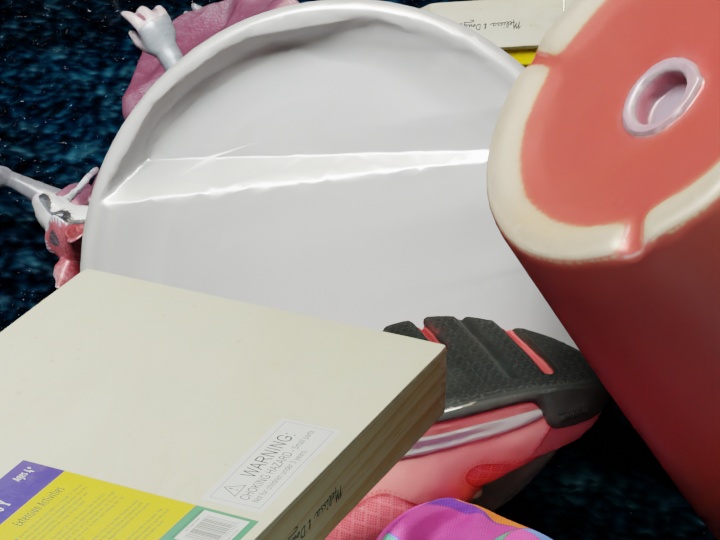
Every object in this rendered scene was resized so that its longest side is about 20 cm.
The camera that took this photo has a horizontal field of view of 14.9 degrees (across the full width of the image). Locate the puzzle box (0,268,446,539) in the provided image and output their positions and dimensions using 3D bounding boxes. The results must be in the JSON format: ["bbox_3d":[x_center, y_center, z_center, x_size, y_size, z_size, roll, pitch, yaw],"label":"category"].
[{"bbox_3d":[-0.075,0.060,0.794,0.132,0.026,0.200,12,29,24],"label":"puzzle box"}]

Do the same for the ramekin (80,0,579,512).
[{"bbox_3d":[0.000,0.000,1.040,0.201,0.204,0.094,4,5,8],"label":"ramekin"}]

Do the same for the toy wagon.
[{"bbox_3d":[0.095,-0.091,1.285,0.154,0.040,0.200,-1,-10,20],"label":"toy wagon"}]

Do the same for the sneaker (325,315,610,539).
[{"bbox_3d":[-0.005,0.081,0.965,0.199,0.087,0.074,-19,27,-5],"label":"sneaker"}]

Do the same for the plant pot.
[{"bbox_3d":[0.149,-0.013,0.920,0.200,0.177,0.201,-31,37,27],"label":"plant pot"}]

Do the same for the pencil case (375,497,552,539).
[{"bbox_3d":[0.086,0.140,0.872,0.199,0.089,0.088,20,32,39],"label":"pencil case"}]

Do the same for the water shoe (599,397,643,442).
[{"bbox_3d":[0.076,0.035,1.131,0.079,0.072,0.200,-37,37,-9],"label":"water shoe"}]

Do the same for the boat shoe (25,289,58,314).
[{"bbox_3d":[-0.120,0.070,1.039,0.064,0.074,0.200,18,40,23],"label":"boat shoe"}]

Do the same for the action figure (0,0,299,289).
[{"bbox_3d":[-0.087,-0.045,1.278,0.134,0.149,0.200,-30,18,44],"label":"action figure"}]
